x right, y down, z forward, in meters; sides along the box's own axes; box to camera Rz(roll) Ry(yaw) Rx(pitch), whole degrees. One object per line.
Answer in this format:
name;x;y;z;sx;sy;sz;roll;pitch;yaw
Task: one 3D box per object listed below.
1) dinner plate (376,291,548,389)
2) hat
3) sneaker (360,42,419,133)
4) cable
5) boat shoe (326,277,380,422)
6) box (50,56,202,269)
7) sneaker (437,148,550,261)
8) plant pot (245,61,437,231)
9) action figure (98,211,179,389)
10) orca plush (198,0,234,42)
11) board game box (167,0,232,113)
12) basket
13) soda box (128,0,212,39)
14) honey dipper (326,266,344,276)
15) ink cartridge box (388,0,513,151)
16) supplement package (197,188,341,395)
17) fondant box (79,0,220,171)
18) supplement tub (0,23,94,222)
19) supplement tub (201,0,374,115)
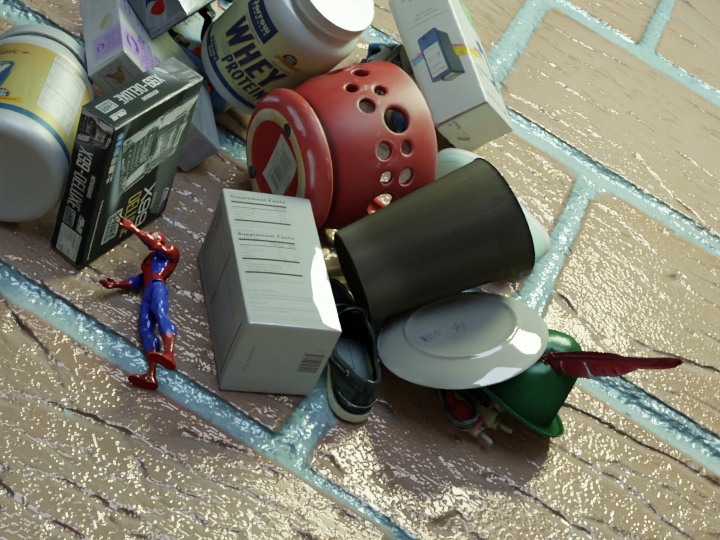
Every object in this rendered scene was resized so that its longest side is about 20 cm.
dinner plate;0.116;0.070;1.598;0.197;0.025;0.201;-7;29;4
hat;0.231;0.077;1.608;0.199;0.177;0.166;38;17;-6
sneaker;0.036;-0.258;1.966;0.084;0.078;0.201;13;34;-9
cable;0.091;0.130;1.628;0.199;0.051;0.097;33;45;23
boat shoe;-0.015;0.073;1.590;0.073;0.067;0.201;11;43;-19
box;-0.258;-0.119;1.541;0.049;0.202;0.158;34;39;13
sneaker;0.152;-0.078;1.833;0.200;0.074;0.118;45;36;13
plant pot;-0.032;-0.145;1.706;0.180;0.202;0.202;-12;54;-32
action figure;-0.243;0.021;1.504;0.098;0.065;0.202;29;37;-27
orca plush;-0.219;-0.381;1.875;0.105;0.070;0.202;52;26;-53
board game box;-0.206;-0.325;1.895;0.195;0.056;0.200;36;41;7
basket;0.079;-0.030;1.636;0.198;0.138;0.180;-22;25;-8
soda box;-0.202;-0.356;1.722;0.064;0.068;0.200;57;35;-12
honey dipper;0.000;0.000;1.703;0.197;0.038;0.038;-2;49;-27
ink cartridge box;0.128;-0.281;1.940;0.145;0.087;0.203;27;43;-66
supplement package;-0.105;0.022;1.553;0.108;0.114;0.202;6;46;-23
fondant box;-0.254;-0.236;1.692;0.200;0.058;0.146;45;22;-46
supplement tub;-0.379;-0.169;1.564;0.143;0.145;0.202;19;41;-12
supplement tub;-0.091;-0.299;1.746;0.144;0.199;0.147;24;50;-32
